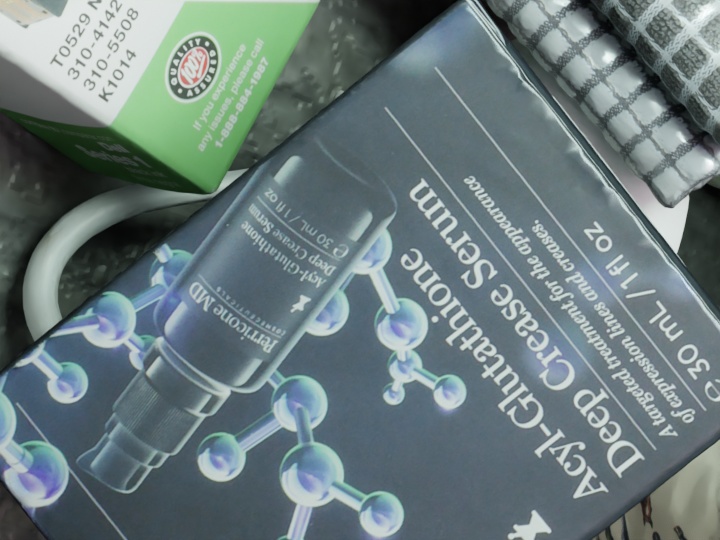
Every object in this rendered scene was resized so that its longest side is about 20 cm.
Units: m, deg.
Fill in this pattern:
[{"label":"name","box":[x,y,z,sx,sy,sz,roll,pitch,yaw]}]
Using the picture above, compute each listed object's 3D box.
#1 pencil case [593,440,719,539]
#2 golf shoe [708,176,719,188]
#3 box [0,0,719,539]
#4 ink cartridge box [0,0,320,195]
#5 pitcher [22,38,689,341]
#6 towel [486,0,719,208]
[{"label":"pencil case","box":[0.123,0.086,1.034,0.078,0.200,0.090,-14,99,-32]},{"label":"golf shoe","box":[0.199,-0.025,1.125,0.200,0.091,0.075,41,75,-35]},{"label":"box","box":[0.002,0.034,0.883,0.200,0.107,0.149,-39,92,5]},{"label":"ink cartridge box","box":[-0.103,-0.136,0.890,0.200,0.084,0.146,34,79,-36]},{"label":"pitcher","box":[0.000,0.000,0.982,0.200,0.121,0.172,-44,112,-6]},{"label":"towel","box":[0.126,-0.133,0.980,0.200,0.086,0.166,-33,75,-39]}]
